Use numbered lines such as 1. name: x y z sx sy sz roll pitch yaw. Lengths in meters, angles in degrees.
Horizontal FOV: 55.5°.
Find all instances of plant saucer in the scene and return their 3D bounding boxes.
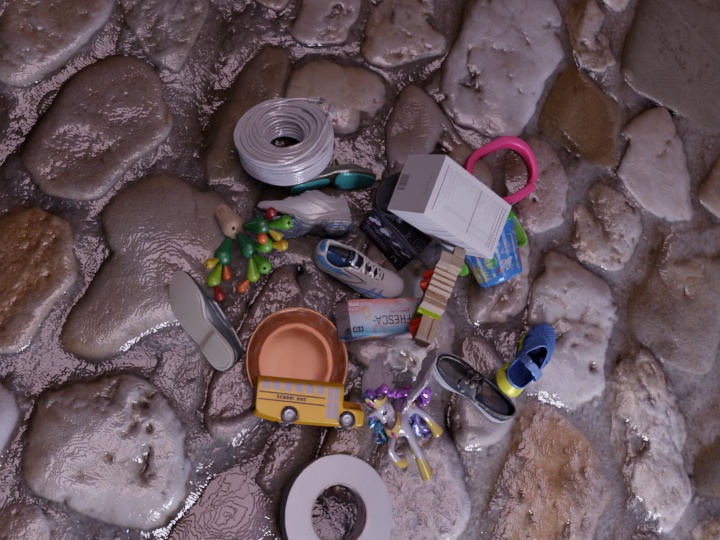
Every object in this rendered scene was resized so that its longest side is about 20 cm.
1. plant saucer: -0.120 0.172 1.281 0.194 0.037 0.206 5 75 -17

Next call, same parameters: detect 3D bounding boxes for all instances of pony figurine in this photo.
1. pony figurine: 0.079 0.252 1.258 0.202 0.164 0.195 57 34 -23

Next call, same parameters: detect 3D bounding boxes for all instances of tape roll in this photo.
1. tape roll: -0.045 0.433 1.217 0.195 0.066 0.206 5 73 -16

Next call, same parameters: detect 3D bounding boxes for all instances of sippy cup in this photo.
1. sippy cup: 0.271 -0.042 1.419 0.174 0.140 0.133 -21 92 3

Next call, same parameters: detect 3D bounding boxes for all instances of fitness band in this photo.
1. fitness band: 0.315 -0.218 1.524 0.197 0.037 0.146 -29 85 -23

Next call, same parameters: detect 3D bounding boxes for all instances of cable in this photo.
1. cable: -0.148 -0.256 1.342 0.194 0.070 0.204 4 54 2

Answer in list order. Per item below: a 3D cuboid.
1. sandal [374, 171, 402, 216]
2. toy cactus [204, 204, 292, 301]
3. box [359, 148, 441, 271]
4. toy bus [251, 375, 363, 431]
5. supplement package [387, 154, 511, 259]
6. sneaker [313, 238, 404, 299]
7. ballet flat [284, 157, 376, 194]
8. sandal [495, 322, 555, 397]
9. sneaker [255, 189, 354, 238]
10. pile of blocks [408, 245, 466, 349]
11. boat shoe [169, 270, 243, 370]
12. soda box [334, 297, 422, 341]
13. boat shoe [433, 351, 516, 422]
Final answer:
1. sandal: 0.109 -0.169 1.317 0.197 0.048 0.077 -29 84 -22
2. toy cactus: -0.226 -0.057 1.277 0.200 0.102 0.166 -43 67 5
3. box: 0.114 -0.122 1.393 0.132 0.115 0.200 46 66 1
4. toy bus: -0.093 0.238 1.217 0.194 0.065 0.081 8 71 -15
5. supplement package: 0.166 -0.116 1.264 0.198 0.108 0.116 29 81 -36
6. sneaker: 0.000 0.000 1.347 0.196 0.072 0.073 25 68 -11
7. ballet flat: -0.062 -0.200 1.386 0.195 0.068 0.065 -9 70 -19
8. sandal: 0.355 0.174 1.389 0.079 0.087 0.200 44 49 0
9. sneaker: -0.111 -0.116 1.355 0.194 0.075 0.089 5 57 -19
10. pile of blocks: 0.132 0.045 1.289 0.061 0.082 0.205 22 91 -4
11. boat shoe: -0.281 0.088 1.252 0.202 0.072 0.061 56 25 10
12. soda box: 0.050 0.094 1.322 0.195 0.063 0.070 0 74 -29
13. boat shoe: 0.227 0.228 1.363 0.198 0.057 0.069 37 68 -5
